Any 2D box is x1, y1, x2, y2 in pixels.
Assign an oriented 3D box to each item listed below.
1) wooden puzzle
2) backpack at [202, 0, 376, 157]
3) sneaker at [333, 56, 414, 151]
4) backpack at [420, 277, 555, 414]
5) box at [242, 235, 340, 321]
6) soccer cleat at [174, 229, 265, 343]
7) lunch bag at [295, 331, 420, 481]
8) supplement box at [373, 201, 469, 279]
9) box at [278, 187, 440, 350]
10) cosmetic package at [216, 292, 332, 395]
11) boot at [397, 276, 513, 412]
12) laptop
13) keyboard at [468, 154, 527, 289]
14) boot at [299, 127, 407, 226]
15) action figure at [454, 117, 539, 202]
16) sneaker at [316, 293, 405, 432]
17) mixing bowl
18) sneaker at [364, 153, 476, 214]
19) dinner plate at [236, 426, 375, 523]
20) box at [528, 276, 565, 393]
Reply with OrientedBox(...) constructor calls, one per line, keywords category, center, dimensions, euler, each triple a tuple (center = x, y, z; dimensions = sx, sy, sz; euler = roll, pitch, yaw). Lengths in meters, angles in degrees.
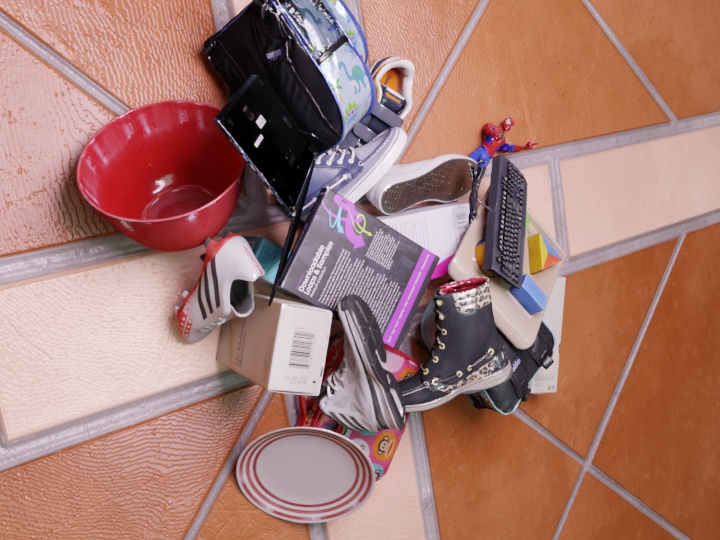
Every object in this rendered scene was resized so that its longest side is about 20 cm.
OrientedBox(category="wooden puzzle", center=(0.236, -0.015, 1.009), dimensions=(0.185, 0.046, 0.202), euler=(45, 56, -16))
OrientedBox(category="backpack", center=(-0.073, -0.264, 0.868), dimensions=(0.147, 0.181, 0.202), euler=(-48, 113, -32))
OrientedBox(category="sneaker", center=(0.021, -0.227, 0.988), dimensions=(0.077, 0.079, 0.205), euler=(22, 84, -30))
OrientedBox(category="backpack", center=(0.192, 0.101, 1.066), dimensions=(0.176, 0.152, 0.201), euler=(-45, 112, -20))
OrientedBox(category="box", center=(-0.079, 0.017, 0.941), dimensions=(0.198, 0.082, 0.050), euler=(29, 80, -29))
OrientedBox(category="soccer cleat", center=(-0.175, 0.040, 0.831), dimensions=(0.085, 0.202, 0.068), euler=(44, 40, 15))
OrientedBox(category="lunch bag", center=(-0.012, 0.197, 0.998), dimensions=(0.174, 0.081, 0.204), euler=(27, 81, -24))
OrientedBox(category="supplement box", center=(0.077, -0.040, 1.019), dimensions=(0.196, 0.103, 0.104), euler=(-13, 101, -31))
OrientedBox(category="box", center=(0.000, 0.000, 0.905), dimensions=(0.198, 0.036, 0.145), euler=(30, 83, -24))
OrientedBox(category="cosmetic package", center=(-0.116, 0.087, 0.856), dimensions=(0.072, 0.198, 0.106), euler=(11, 87, -30))
OrientedBox(category="boot", center=(0.109, 0.105, 0.942), dimensions=(0.199, 0.074, 0.157), euler=(-15, 106, -4))
OrientedBox(category="laptop", center=(-0.116, -0.101, 0.789), dimensions=(0.102, 0.179, 0.201), euler=(-30, 113, 20))
OrientedBox(category="keyboard", center=(0.201, -0.085, 0.971), dimensions=(0.125, 0.020, 0.204), euler=(27, 57, -27))
OrientedBox(category="boot", center=(-0.029, -0.146, 0.937), dimensions=(0.200, 0.073, 0.090), euler=(-46, 112, 5))
OrientedBox(category="action figure", center=(0.214, -0.185, 1.097), dimensions=(0.065, 0.098, 0.201), euler=(47, 68, -24))
OrientedBox(category="sneaker", center=(-0.020, 0.135, 0.881), dimensions=(0.076, 0.113, 0.205), euler=(-65, 139, -63))
OrientedBox(category="mixing bowl", center=(-0.225, -0.099, 0.805), dimensions=(0.199, 0.200, 0.110), euler=(-36, 150, -23))
OrientedBox(category="sneaker", center=(0.091, -0.145, 1.026), dimensions=(0.196, 0.084, 0.075), euler=(-15, 120, -28))
OrientedBox(category="dinner plate", center=(-0.076, 0.285, 0.935), dimensions=(0.194, 0.024, 0.204), euler=(0, 123, 0))
OrientedBox(category="box", center=(0.307, 0.109, 1.179), dimensions=(0.067, 0.082, 0.206), euler=(4, 92, -30))
